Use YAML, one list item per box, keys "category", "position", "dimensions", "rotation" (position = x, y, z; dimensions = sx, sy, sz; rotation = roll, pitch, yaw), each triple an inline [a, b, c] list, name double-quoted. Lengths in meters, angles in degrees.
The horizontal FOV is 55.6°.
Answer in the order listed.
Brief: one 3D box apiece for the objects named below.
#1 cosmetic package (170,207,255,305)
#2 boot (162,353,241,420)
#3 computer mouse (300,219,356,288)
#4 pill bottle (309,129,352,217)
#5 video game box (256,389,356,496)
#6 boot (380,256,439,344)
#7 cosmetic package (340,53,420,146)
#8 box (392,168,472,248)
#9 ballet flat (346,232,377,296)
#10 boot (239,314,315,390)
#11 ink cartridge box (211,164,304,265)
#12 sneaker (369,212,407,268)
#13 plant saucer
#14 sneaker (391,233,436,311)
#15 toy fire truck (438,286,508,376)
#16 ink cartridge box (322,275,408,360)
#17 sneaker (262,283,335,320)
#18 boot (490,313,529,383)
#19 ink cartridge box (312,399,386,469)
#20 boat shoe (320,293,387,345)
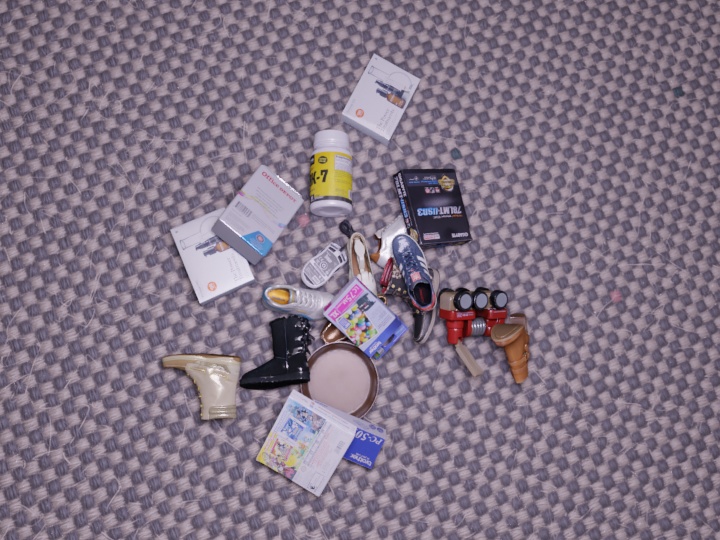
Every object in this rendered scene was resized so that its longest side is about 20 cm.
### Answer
- category: "cosmetic package"
  position: [-0.372, -0.036, 1.725]
  dimensions: [0.148, 0.052, 0.204]
  rotation: [-24, 83, -8]
- category: "boot"
  position: [-0.390, 0.282, 1.659]
  dimensions: [0.194, 0.073, 0.160]
  rotation: [3, 86, 2]
- category: "computer mouse"
  position: [-0.077, -0.032, 1.771]
  dimensions: [0.199, 0.044, 0.110]
  rotation: [-40, 91, -18]
- category: "pill bottle"
  position: [-0.076, -0.251, 1.775]
  dimensions: [0.111, 0.114, 0.206]
  rotation: [1, 78, -6]
- category: "video game box"
  position: [-0.130, 0.412, 1.629]
  dimensions: [0.180, 0.047, 0.203]
  rotation: [29, 110, -2]
- category: "boot"
  position: [0.121, 0.072, 1.734]
  dimensions: [0.148, 0.073, 0.205]
  rotation: [20, 73, -24]
- category: "cosmetic package"
  position: [0.055, -0.466, 1.865]
  dimensions: [0.148, 0.052, 0.203]
  rotation: [27, 77, 2]
- category: "box"
  position: [0.190, -0.163, 1.779]
  dimensions: [0.197, 0.049, 0.203]
  rotation: [-5, 76, -38]
- category: "ballet flat"
  position: [0.000, 0.000, 1.708]
  dimensions: [0.066, 0.063, 0.204]
  rotation: [-9, 69, -11]
- category: "boot"
  position: [-0.207, 0.202, 1.693]
  dimensions: [0.193, 0.074, 0.166]
  rotation: [-10, 66, 12]
- category: "ink cartridge box"
  position: [-0.255, -0.141, 1.711]
  dimensions: [0.144, 0.084, 0.202]
  rotation: [39, 61, -11]
- category: "sneaker"
  position: [0.086, -0.107, 1.786]
  dimensions: [0.083, 0.073, 0.203]
  rotation: [26, 79, -3]
- category: "plant saucer"
  position: [-0.052, 0.280, 1.708]
  dimensions: [0.195, 0.032, 0.206]
  rotation: [0, 87, -3]
- category: "sneaker"
  position: [0.132, 0.004, 1.658]
  dimensions: [0.074, 0.084, 0.203]
  rotation: [-26, 89, 9]
- category: "toy fire truck"
  position: [0.291, 0.151, 1.727]
  dimensions: [0.172, 0.128, 0.206]
  rotation: [-1, 96, -28]
- category: "ink cartridge box"
  position: [0.016, 0.124, 1.674]
  dimensions: [0.119, 0.042, 0.200]
  rotation: [-45, 108, 7]
- category: "sneaker"
  position: [-0.151, 0.079, 1.720]
  dimensions: [0.195, 0.081, 0.079]
  rotation: [6, 77, -7]
- category: "boot"
  position: [0.382, 0.205, 1.700]
  dimensions: [0.072, 0.199, 0.159]
  rotation: [0, 101, 32]
- category: "ink cartridge box"
  position: [-0.045, 0.399, 1.666]
  dimensions: [0.196, 0.044, 0.096]
  rotation: [24, 110, -4]
- category: "boat shoe"
  position: [-0.015, 0.118, 1.731]
  dimensions: [0.198, 0.074, 0.076]
  rotation: [-35, 84, -12]
